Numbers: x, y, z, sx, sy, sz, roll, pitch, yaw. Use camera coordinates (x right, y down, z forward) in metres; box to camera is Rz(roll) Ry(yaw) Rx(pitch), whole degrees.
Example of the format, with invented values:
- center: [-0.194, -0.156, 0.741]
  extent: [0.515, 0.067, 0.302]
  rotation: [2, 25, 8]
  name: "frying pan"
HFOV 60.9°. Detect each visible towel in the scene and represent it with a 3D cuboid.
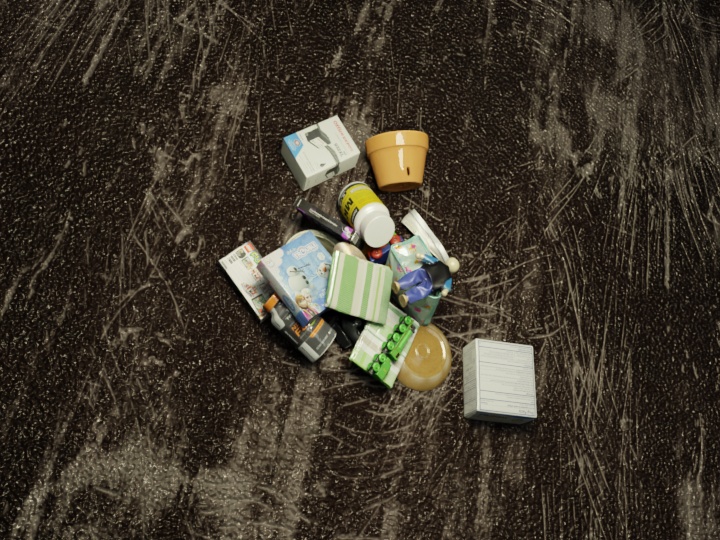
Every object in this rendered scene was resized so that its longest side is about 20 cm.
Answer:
- center: [-0.001, 0.046, 1.615]
  extent: [0.196, 0.023, 0.158]
  rotation: [17, 76, -34]
  name: "towel"
- center: [0.070, 0.192, 1.661]
  extent: [0.147, 0.031, 0.204]
  rotation: [33, 64, -11]
  name: "towel"

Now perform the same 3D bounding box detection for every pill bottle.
- center: [0.017, -0.159, 1.742]
  extent: [0.111, 0.117, 0.201]
  rotation: [-11, 36, -18]
  name: "pill bottle"
- center: [-0.165, 0.136, 1.613]
  extent: [0.200, 0.106, 0.107]
  rotation: [43, 64, -6]
  name: "pill bottle"

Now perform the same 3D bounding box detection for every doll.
- center: [0.177, 0.015, 1.598]
  extent: [0.196, 0.049, 0.139]
  rotation: [-24, 71, -20]
  name: "doll"

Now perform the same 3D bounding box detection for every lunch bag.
- center: [0.155, 0.036, 1.709]
  extent: [0.119, 0.172, 0.203]
  rotation: [-22, 65, -22]
  name: "lunch bag"

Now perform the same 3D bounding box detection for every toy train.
- center: [0.021, -0.058, 1.780]
  extent: [0.197, 0.086, 0.116]
  rotation: [-34, 64, -17]
  name: "toy train"
- center: [0.088, 0.205, 1.634]
  extent: [0.057, 0.041, 0.201]
  rotation: [47, 63, -18]
  name: "toy train"

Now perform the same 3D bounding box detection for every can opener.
- center: [0.005, 0.207, 1.683]
  extent: [0.201, 0.078, 0.063]
  rotation: [50, 26, 4]
  name: "can opener"

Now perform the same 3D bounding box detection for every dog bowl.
- center: [-0.133, -0.006, 1.713]
  extent: [0.193, 0.074, 0.207]
  rotation: [6, 67, -14]
  name: "dog bowl"

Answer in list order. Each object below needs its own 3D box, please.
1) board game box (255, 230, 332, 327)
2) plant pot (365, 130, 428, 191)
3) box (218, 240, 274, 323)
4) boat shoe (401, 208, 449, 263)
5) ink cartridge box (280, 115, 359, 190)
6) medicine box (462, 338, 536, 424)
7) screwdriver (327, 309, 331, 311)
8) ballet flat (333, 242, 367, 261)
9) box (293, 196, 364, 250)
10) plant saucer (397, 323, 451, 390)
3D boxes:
- center: [-0.141, 0.017, 1.605]
  extent: [0.200, 0.044, 0.199]
  rotation: [49, 46, 7]
  name: "board game box"
- center: [0.113, -0.323, 1.851]
  extent: [0.193, 0.200, 0.145]
  rotation: [-3, 85, -16]
  name: "plant pot"
- center: [-0.289, 0.030, 1.677]
  extent: [0.109, 0.035, 0.202]
  rotation: [-33, 81, -24]
  name: "box"
- center: [0.194, -0.085, 1.844]
  extent: [0.069, 0.071, 0.202]
  rotation: [-37, 85, 3]
  name: "boat shoe"
- center: [-0.121, -0.356, 1.848]
  extent: [0.196, 0.084, 0.147]
  rotation: [-28, 77, -23]
  name: "ink cartridge box"
- center: [0.385, 0.310, 1.711]
  extent: [0.176, 0.103, 0.207]
  rotation: [9, 67, -11]
  name: "medicine box"
- center: [-0.062, 0.099, 1.711]
  extent: [0.195, 0.029, 0.029]
  rotation: [-18, 74, -26]
  name: "screwdriver"
- center: [0.000, 0.000, 1.675]
  extent: [0.199, 0.068, 0.068]
  rotation: [43, 16, -34]
  name: "ballet flat"
- center: [-0.086, -0.126, 1.711]
  extent: [0.197, 0.143, 0.037]
  rotation: [31, 85, 14]
  name: "box"
- center: [0.172, 0.232, 1.722]
  extent: [0.193, 0.036, 0.207]
  rotation: [6, 68, -13]
  name: "plant saucer"
